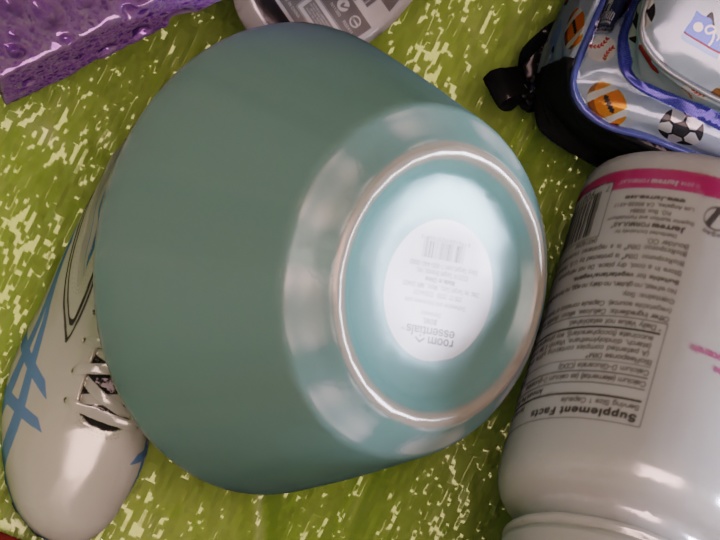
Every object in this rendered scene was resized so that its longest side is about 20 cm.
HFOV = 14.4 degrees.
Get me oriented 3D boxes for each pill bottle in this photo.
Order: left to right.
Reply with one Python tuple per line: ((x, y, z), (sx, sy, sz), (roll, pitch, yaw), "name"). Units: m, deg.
((0.123, 0.061, 1.186), (0.113, 0.113, 0.200), (23, 66, -10), "pill bottle")

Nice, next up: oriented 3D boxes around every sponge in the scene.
((-0.084, -0.160, 1.205), (0.200, 0.030, 0.112), (-26, 63, -8), "sponge")

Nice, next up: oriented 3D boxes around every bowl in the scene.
((0.000, 0.000, 1.169), (0.200, 0.105, 0.201), (-6, 99, -39), "bowl")

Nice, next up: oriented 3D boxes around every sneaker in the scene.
((-0.100, 0.020, 1.207), (0.072, 0.072, 0.200), (21, 86, -12), "sneaker")

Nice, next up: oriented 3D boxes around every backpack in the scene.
((0.184, -0.122, 1.233), (0.200, 0.154, 0.191), (24, 75, -11), "backpack")

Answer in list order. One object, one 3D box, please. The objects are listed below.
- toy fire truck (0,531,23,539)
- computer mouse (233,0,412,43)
((-0.128, 0.226, 1.188), (0.168, 0.112, 0.200), (20, 83, 14), "toy fire truck")
((0.021, -0.163, 1.254), (0.200, 0.044, 0.110), (-36, 100, -16), "computer mouse")
